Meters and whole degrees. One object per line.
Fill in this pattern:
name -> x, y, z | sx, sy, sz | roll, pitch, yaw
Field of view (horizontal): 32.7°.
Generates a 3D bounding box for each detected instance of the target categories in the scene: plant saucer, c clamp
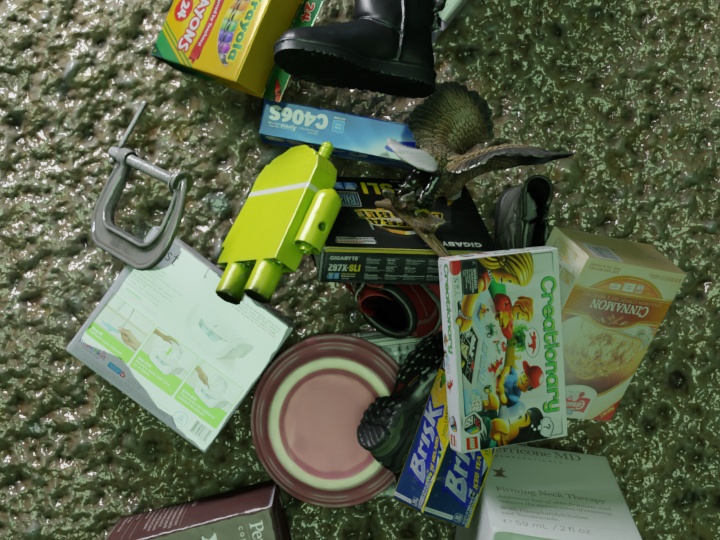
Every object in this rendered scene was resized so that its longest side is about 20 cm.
plant saucer -> -0.031, 0.175, 1.423 | 0.198, 0.051, 0.203 | 0, 89, 1
c clamp -> -0.248, -0.093, 1.390 | 0.027, 0.200, 0.172 | 27, 94, -43

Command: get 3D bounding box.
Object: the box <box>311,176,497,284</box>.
box -> 0.039, -0.046, 1.379 | 0.198, 0.160, 0.050 | 2, 121, -13

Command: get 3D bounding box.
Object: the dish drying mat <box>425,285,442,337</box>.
dish drying mat -> 0.127, 0.094, 1.438 | 0.076, 0.018, 0.202 | -17, 82, -6

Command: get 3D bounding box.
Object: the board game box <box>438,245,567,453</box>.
board game box -> 0.149, 0.081, 1.278 | 0.125, 0.035, 0.203 | -7, 97, -19

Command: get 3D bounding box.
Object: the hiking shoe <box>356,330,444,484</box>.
hiking shoe -> 0.083, 0.151, 1.393 | 0.200, 0.075, 0.101 | -45, 119, -19

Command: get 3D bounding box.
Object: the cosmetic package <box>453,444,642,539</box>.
cosmetic package -> 0.199, 0.315, 1.359 | 0.165, 0.200, 0.168 | 7, 109, -4

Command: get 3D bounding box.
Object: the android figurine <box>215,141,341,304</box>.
android figurine -> -0.088, -0.056, 1.340 | 0.041, 0.181, 0.202 | 36, 65, -29

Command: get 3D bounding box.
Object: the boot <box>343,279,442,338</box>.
boot -> 0.000, 0.000, 1.387 | 0.200, 0.144, 0.073 | 42, 103, 15

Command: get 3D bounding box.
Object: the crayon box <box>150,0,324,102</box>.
crayon box -> -0.142, -0.274, 1.382 | 0.199, 0.051, 0.128 | 23, 89, 42

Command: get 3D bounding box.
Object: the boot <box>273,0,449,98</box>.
boot -> 0.004, -0.280, 1.320 | 0.196, 0.073, 0.164 | 8, 74, -19

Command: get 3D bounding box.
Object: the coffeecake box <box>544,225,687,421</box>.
coffeecake box -> 0.250, 0.064, 1.378 | 0.152, 0.073, 0.202 | 8, 116, -33

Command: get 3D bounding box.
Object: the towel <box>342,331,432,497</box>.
towel -> 0.047, 0.171, 1.457 | 0.190, 0.035, 0.203 | -4, 91, -2

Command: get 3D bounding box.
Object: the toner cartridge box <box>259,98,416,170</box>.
toner cartridge box -> -0.016, -0.155, 1.425 | 0.198, 0.095, 0.044 | 10, 90, -1

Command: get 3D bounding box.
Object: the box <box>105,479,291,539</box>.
box -> -0.173, 0.351, 1.385 | 0.198, 0.164, 0.168 | -14, 90, -2

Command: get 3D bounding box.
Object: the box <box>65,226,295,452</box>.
box -> -0.204, 0.077, 1.419 | 0.199, 0.097, 0.177 | 35, 88, -1

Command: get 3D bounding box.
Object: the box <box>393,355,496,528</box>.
box -> 0.109, 0.169, 1.329 | 0.070, 0.064, 0.202 | 23, 84, -29

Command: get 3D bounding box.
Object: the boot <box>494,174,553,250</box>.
boot -> 0.184, -0.006, 1.412 | 0.067, 0.131, 0.203 | 2, 90, -3

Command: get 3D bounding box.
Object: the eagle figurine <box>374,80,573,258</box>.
eagle figurine -> 0.111, -0.120, 1.331 | 0.200, 0.151, 0.152 | -42, 101, -13

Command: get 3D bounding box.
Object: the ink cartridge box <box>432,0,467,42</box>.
ink cartridge box -> 0.093, -0.390, 1.432 | 0.145, 0.088, 0.200 | 40, 87, -1
